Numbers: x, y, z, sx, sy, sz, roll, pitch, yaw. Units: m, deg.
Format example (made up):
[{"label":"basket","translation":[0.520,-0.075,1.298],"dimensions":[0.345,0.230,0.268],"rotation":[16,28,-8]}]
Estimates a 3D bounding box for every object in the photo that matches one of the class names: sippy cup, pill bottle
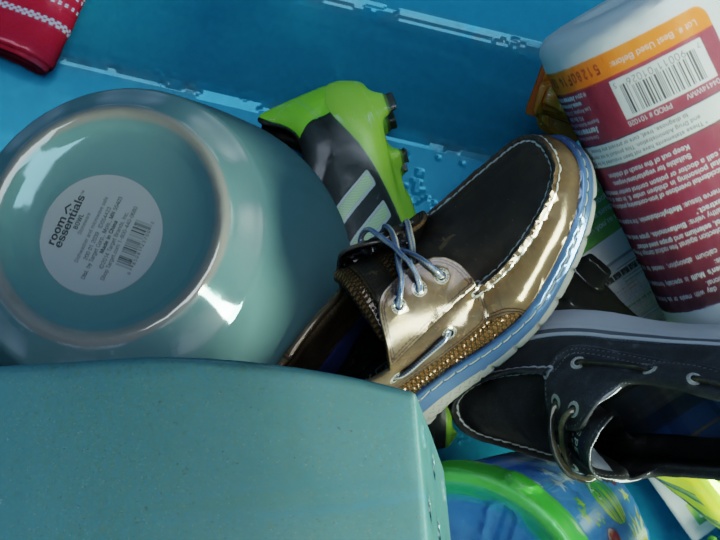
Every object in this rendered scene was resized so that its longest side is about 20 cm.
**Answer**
[{"label":"sippy cup","translation":[0.073,0.144,0.831],"dimensions":[0.177,0.130,0.141],"rotation":[34,113,20]},{"label":"pill bottle","translation":[0.169,-0.036,0.795],"dimensions":[0.109,0.109,0.202],"rotation":[-29,97,-16]}]

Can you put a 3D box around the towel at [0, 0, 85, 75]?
[{"label":"towel","translation":[-0.195,-0.215,0.948],"dimensions":[0.143,0.022,0.202],"rotation":[21,73,-4]}]

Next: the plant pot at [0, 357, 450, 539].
[{"label":"plant pot","translation":[-0.064,0.120,0.720],"dimensions":[0.197,0.142,0.143],"rotation":[-8,62,8]}]

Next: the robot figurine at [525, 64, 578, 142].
[{"label":"robot figurine","translation":[0.169,-0.025,0.919],"dimensions":[0.198,0.058,0.146],"rotation":[21,105,2]}]

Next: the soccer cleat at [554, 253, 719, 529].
[{"label":"soccer cleat","translation":[0.124,0.061,0.857],"dimensions":[0.200,0.084,0.065],"rotation":[42,45,-6]}]

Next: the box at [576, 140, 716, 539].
[{"label":"box","translation":[0.168,0.014,0.881],"dimensions":[0.144,0.036,0.201],"rotation":[-34,97,13]}]

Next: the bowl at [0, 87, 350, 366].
[{"label":"bowl","translation":[-0.106,-0.005,0.837],"dimensions":[0.198,0.105,0.203],"rotation":[-2,70,6]}]

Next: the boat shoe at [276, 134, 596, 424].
[{"label":"boat shoe","translation":[0.025,0.016,0.790],"dimensions":[0.201,0.072,0.072],"rotation":[-52,45,12]}]

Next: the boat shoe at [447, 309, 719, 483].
[{"label":"boat shoe","translation":[0.116,0.065,0.771],"dimensions":[0.066,0.198,0.071],"rotation":[-49,131,-46]}]

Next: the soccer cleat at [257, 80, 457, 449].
[{"label":"soccer cleat","translation":[0.000,0.000,0.907],"dimensions":[0.080,0.068,0.202],"rotation":[-15,72,-2]}]
